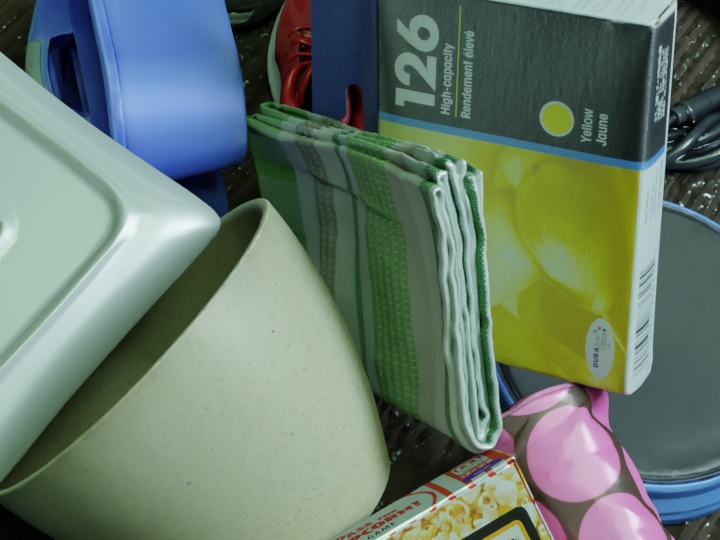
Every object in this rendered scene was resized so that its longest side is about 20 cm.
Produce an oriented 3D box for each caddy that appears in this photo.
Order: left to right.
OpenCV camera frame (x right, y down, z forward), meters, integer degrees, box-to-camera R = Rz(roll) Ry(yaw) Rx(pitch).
[{"bbox_3d":[-0.135,-0.107,1.102,0.104,0.142,0.201,-5,61,-18],"label":"caddy"}]

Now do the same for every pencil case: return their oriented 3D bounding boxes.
[{"bbox_3d":[0.137,0.151,1.012,0.093,0.091,0.201,-16,73,-53],"label":"pencil case"}]

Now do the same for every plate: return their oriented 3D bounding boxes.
[{"bbox_3d":[-0.205,-0.013,0.981,0.200,0.032,0.200,36,74,16],"label":"plate"}]

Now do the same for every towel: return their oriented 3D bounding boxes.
[{"bbox_3d":[0.000,0.000,1.007,0.031,0.150,0.200,-16,21,-29],"label":"towel"}]

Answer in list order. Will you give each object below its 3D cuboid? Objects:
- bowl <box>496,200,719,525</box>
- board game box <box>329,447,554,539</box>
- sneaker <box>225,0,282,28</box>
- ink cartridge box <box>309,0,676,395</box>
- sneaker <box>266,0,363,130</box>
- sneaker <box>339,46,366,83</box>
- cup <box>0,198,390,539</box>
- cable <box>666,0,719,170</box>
[{"bbox_3d":[0.158,0.045,1.124,0.199,0.039,0.202,4,61,-8],"label":"bowl"},{"bbox_3d":[0.048,0.210,0.944,0.151,0.046,0.201,-28,97,-12],"label":"board game box"},{"bbox_3d":[-0.134,-0.222,1.179,0.199,0.116,0.075,21,60,3],"label":"sneaker"},{"bbox_3d":[0.055,-0.052,0.991,0.199,0.199,0.047,11,30,23],"label":"ink cartridge box"},{"bbox_3d":[-0.013,-0.113,1.138,0.078,0.116,0.201,1,61,-9],"label":"sneaker"},{"bbox_3d":[0.014,-0.190,1.100,0.071,0.113,0.200,2,26,1],"label":"sneaker"},{"bbox_3d":[-0.069,0.085,0.995,0.143,0.200,0.201,45,60,-13],"label":"cup"},{"bbox_3d":[0.183,-0.135,1.223,0.198,0.051,0.164,0,61,-10],"label":"cable"}]
